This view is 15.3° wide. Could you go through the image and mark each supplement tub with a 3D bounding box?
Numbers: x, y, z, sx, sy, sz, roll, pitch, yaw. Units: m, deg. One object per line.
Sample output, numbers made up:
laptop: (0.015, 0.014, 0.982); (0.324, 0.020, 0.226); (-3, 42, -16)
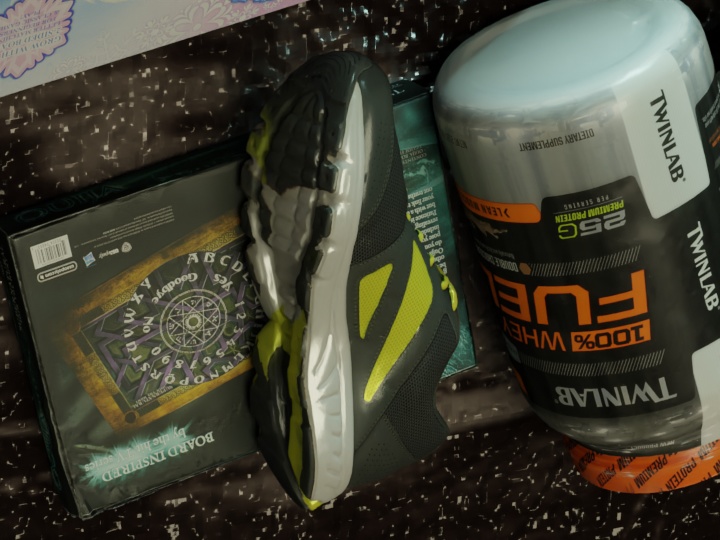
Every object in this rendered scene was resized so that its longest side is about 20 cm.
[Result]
supplement tub: (0.113, -0.011, 1.173); (0.122, 0.122, 0.201); (-27, 116, -16)

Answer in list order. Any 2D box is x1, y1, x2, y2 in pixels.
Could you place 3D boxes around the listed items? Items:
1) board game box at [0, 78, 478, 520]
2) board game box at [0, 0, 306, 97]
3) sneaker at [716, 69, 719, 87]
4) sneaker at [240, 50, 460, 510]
board game box: (-0.050, 0.012, 1.154); (0.199, 0.028, 0.136); (-19, 114, -20)
board game box: (-0.062, -0.164, 0.976); (0.199, 0.041, 0.200); (-21, 149, -31)
sneaker: (0.227, -0.089, 1.242); (0.199, 0.092, 0.076); (-5, 67, -43)
sneaker: (0.000, 0.000, 1.125); (0.084, 0.074, 0.201); (-12, 120, -30)
